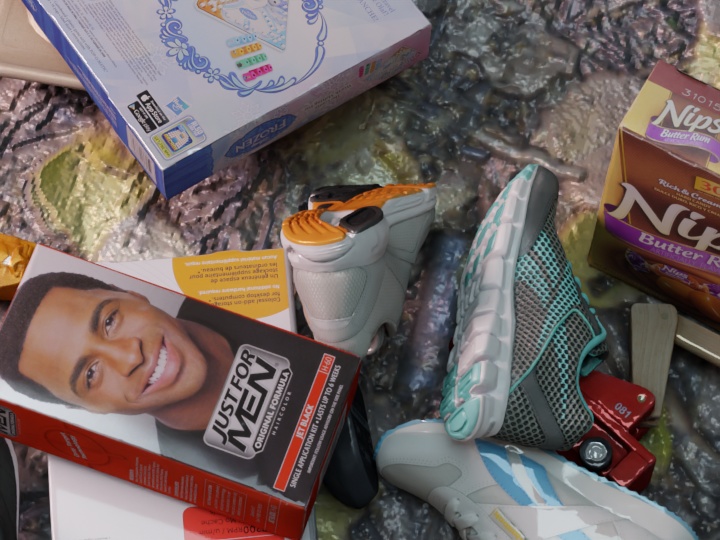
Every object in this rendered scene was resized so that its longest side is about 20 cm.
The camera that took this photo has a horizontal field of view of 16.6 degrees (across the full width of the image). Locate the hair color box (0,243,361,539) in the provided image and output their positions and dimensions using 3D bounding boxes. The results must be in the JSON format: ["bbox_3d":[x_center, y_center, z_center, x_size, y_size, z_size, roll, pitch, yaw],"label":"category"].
[{"bbox_3d":[-0.110,0.070,1.408,0.200,0.061,0.102,18,65,4],"label":"hair color box"}]

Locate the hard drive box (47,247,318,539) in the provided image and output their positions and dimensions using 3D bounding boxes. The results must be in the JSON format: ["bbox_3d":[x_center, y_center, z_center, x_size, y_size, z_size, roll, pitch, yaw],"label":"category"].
[{"bbox_3d":[-0.108,0.096,1.477,0.156,0.077,0.200,-6,67,-3],"label":"hard drive box"}]

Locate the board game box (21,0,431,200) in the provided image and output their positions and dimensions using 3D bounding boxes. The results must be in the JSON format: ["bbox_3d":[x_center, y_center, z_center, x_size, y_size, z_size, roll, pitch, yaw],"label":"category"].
[{"bbox_3d":[-0.092,-0.171,1.562,0.199,0.043,0.200,-30,67,-16],"label":"board game box"}]

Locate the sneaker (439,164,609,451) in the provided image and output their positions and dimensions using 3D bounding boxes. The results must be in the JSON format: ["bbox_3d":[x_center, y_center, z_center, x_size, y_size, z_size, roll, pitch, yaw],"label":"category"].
[{"bbox_3d":[0.106,0.027,1.469,0.091,0.078,0.200,19,55,-11],"label":"sneaker"}]

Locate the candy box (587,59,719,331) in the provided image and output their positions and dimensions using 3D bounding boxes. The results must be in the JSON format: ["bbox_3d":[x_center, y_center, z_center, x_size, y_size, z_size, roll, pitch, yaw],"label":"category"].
[{"bbox_3d":[0.205,-0.037,1.472,0.117,0.200,0.056,28,68,11],"label":"candy box"}]

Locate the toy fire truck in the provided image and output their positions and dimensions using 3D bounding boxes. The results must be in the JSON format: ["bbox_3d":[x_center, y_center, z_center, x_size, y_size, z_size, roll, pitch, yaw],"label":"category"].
[{"bbox_3d":[0.169,0.068,1.508,0.200,0.049,0.141,42,71,18],"label":"toy fire truck"}]

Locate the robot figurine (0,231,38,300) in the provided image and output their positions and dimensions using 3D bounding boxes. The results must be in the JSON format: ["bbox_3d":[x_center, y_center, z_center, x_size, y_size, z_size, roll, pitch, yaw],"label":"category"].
[{"bbox_3d":[-0.299,0.013,1.521,0.200,0.058,0.145,13,67,4],"label":"robot figurine"}]

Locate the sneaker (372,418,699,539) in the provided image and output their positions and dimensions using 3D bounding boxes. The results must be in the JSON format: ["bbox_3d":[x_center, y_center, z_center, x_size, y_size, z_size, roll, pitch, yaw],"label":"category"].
[{"bbox_3d":[0.095,0.151,1.457,0.200,0.077,0.081,23,69,11],"label":"sneaker"}]

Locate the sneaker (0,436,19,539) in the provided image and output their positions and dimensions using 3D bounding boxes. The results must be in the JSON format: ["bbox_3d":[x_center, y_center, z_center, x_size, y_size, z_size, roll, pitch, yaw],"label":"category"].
[{"bbox_3d":[-0.230,0.126,1.402,0.071,0.099,0.200,-11,64,-6],"label":"sneaker"}]

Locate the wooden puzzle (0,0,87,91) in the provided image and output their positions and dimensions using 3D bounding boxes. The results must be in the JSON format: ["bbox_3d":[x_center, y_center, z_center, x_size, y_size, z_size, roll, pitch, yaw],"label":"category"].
[{"bbox_3d":[-0.136,-0.190,1.622,0.185,0.046,0.200,10,62,3],"label":"wooden puzzle"}]

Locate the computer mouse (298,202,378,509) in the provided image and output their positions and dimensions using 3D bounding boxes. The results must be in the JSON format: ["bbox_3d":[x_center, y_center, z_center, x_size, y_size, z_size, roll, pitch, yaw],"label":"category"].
[{"bbox_3d":[-0.023,0.052,1.511,0.034,0.059,0.200,-15,65,9],"label":"computer mouse"}]

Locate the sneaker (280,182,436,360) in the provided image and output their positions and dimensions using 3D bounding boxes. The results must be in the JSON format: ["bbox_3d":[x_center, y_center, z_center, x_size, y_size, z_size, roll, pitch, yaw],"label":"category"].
[{"bbox_3d":[0.000,0.000,1.485,0.076,0.200,0.092,-1,102,17],"label":"sneaker"}]
